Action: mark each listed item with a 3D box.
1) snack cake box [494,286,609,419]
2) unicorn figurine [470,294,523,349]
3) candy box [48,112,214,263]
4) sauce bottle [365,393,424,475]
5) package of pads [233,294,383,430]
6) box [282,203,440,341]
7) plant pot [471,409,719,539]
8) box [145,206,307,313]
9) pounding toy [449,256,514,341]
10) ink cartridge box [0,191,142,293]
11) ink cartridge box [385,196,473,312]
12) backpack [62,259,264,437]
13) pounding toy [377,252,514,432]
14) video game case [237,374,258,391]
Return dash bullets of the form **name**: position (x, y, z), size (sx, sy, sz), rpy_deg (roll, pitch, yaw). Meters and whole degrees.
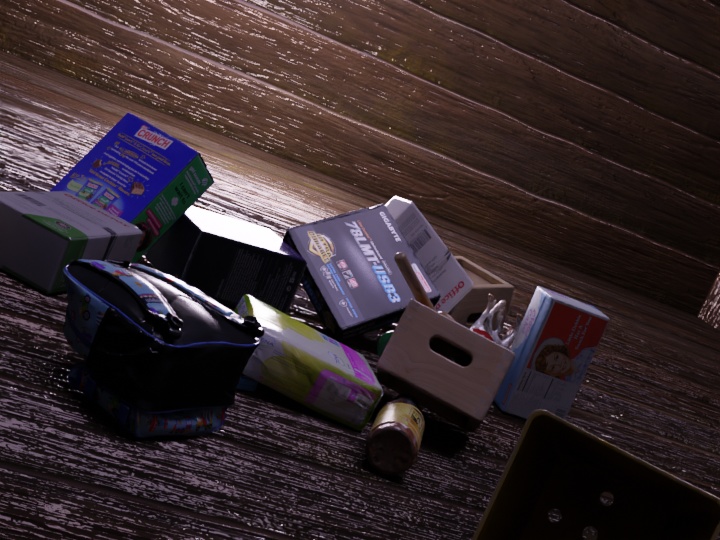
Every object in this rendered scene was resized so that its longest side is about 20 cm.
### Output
- **snack cake box**: position (0.302, 0.141, 1.904), size (0.114, 0.202, 0.067), rpy_deg (19, 10, -20)
- **unicorn figurine**: position (0.219, 0.115, 2.118), size (0.199, 0.138, 0.074), rpy_deg (34, -7, -34)
- **candy box**: position (-0.350, -0.120, 1.786), size (0.168, 0.200, 0.077), rpy_deg (30, -21, 31)
- **sauce bottle**: position (0.047, 0.194, 1.466), size (0.065, 0.067, 0.200), rpy_deg (24, 12, 3)
- **package of pads**: position (-0.074, 0.119, 1.530), size (0.198, 0.069, 0.155), rpy_deg (28, 8, -15)
- **box**: position (0.000, 0.000, 1.918), size (0.197, 0.050, 0.201), rpy_deg (-16, 64, -29)
- **plant pot**: position (0.226, 0.269, 1.179), size (0.198, 0.202, 0.176), rpy_deg (26, 0, 14)
- **box**: position (-0.210, -0.017, 1.844), size (0.198, 0.105, 0.148), rpy_deg (16, 13, -37)
- **pounding toy**: position (0.197, 0.073, 2.276), size (0.198, 0.144, 0.184), rpy_deg (-1, 24, -41)
- **ink cartridge box**: position (-0.407, -0.042, 1.595), size (0.145, 0.085, 0.200), rpy_deg (27, 11, 14)
- **ink cartridge box**: position (0.082, -0.005, 2.086), size (0.201, 0.145, 0.084), rpy_deg (51, -10, -22)
- **backpack**: position (-0.234, 0.072, 1.268), size (0.199, 0.136, 0.182), rpy_deg (30, 13, 28)
- **pounding toy**: position (0.104, 0.102, 1.610), size (0.198, 0.143, 0.184), rpy_deg (28, -11, 7)
- **video game case**: position (-0.239, 0.098, 1.456), size (0.199, 0.018, 0.143), rpy_deg (14, 15, -42)
